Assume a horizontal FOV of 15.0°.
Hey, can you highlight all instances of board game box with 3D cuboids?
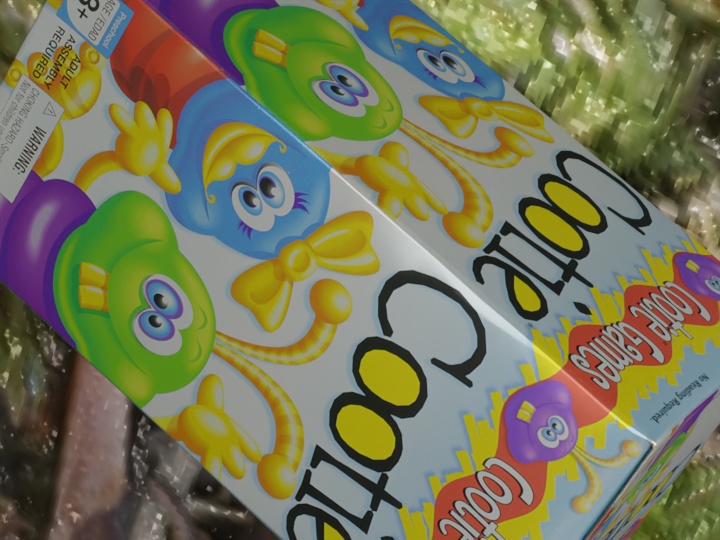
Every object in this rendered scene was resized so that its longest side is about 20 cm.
[{"bbox_3d":[0.000,0.000,0.753,0.200,0.105,0.103,41,122,12],"label":"board game box"}]
